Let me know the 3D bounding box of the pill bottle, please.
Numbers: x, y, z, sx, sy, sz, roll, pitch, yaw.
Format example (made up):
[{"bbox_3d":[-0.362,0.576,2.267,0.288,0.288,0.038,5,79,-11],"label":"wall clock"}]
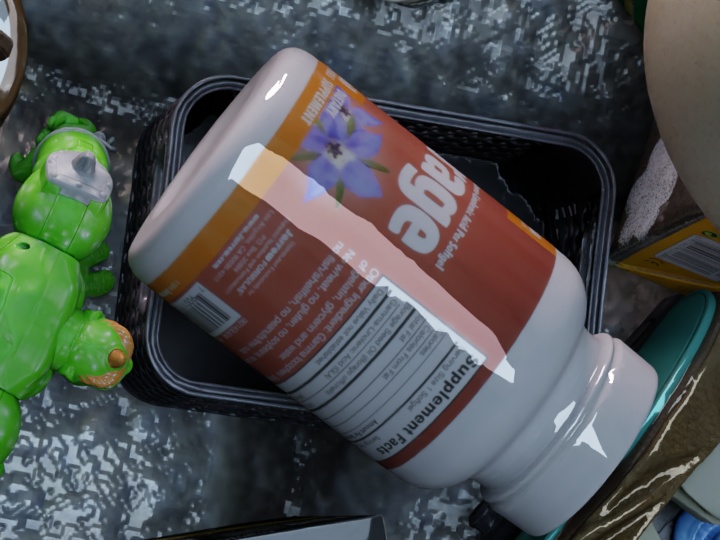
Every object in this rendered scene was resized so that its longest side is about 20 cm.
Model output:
[{"bbox_3d":[0.016,0.013,0.967,0.200,0.112,0.112,37,76,-9],"label":"pill bottle"}]

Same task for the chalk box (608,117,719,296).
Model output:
[{"bbox_3d":[0.209,-0.081,1.052,0.123,0.125,0.201,23,75,-10],"label":"chalk box"}]

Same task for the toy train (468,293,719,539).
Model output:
[{"bbox_3d":[0.131,0.104,1.102,0.114,0.087,0.200,42,78,2],"label":"toy train"}]

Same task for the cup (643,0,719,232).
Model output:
[{"bbox_3d":[0.225,-0.095,0.920,0.199,0.143,0.202,3,78,-14],"label":"cup"}]

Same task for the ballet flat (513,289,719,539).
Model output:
[{"bbox_3d":[0.114,0.105,1.033,0.072,0.068,0.200,39,79,-11],"label":"ballet flat"}]

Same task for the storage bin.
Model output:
[{"bbox_3d":[0.000,0.000,1.069,0.199,0.094,0.136,9,82,-15],"label":"storage bin"}]

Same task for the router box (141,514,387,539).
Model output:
[{"bbox_3d":[-0.099,0.140,0.995,0.199,0.157,0.053,-8,86,-15],"label":"router box"}]

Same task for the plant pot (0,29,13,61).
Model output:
[{"bbox_3d":[-0.251,-0.017,0.917,0.199,0.200,0.200,14,87,-13],"label":"plant pot"}]

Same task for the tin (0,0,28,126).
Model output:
[{"bbox_3d":[-0.240,-0.109,1.045,0.199,0.042,0.113,14,85,-14],"label":"tin"}]

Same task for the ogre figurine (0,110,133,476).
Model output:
[{"bbox_3d":[-0.149,0.025,1.012,0.098,0.120,0.200,43,76,-7],"label":"ogre figurine"}]

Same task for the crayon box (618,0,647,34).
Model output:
[{"bbox_3d":[0.232,-0.149,1.164,0.200,0.058,0.119,-38,94,-15],"label":"crayon box"}]

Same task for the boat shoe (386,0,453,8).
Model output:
[{"bbox_3d":[0.013,-0.217,1.122,0.062,0.072,0.201,2,73,-58],"label":"boat shoe"}]
